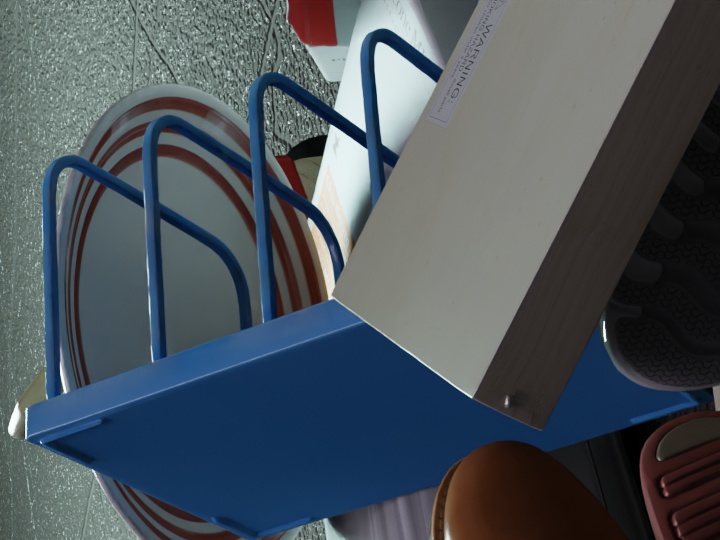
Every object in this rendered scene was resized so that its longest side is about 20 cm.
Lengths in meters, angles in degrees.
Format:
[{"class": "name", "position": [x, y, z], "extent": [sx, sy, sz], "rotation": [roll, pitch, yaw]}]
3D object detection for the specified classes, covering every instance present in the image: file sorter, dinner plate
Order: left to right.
[{"class": "dinner plate", "position": [-0.070, 0.025, 1.030], "extent": [0.024, 0.200, 0.200], "rotation": [-8, 88, 29]}, {"class": "file sorter", "position": [0.000, 0.000, 0.910], "extent": [0.200, 0.139, 0.123], "rotation": [-20, 60, 27]}]

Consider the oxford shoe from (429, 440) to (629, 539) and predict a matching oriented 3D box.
[{"class": "oxford shoe", "position": [0.074, 0.113, 0.752], "extent": [0.200, 0.071, 0.071], "rotation": [-116, 21, -45]}]

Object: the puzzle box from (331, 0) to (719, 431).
[{"class": "puzzle box", "position": [0.065, -0.062, 0.735], "extent": [0.200, 0.025, 0.133], "rotation": [-63, 20, 3]}]

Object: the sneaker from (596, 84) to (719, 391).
[{"class": "sneaker", "position": [0.118, -0.058, 0.754], "extent": [0.200, 0.075, 0.082], "rotation": [-68, 17, -8]}]

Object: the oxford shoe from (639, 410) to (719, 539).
[{"class": "oxford shoe", "position": [0.141, 0.133, 0.777], "extent": [0.074, 0.071, 0.200], "rotation": [95, 152, -53]}]

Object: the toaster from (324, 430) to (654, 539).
[{"class": "toaster", "position": [0.047, 0.116, 1.028], "extent": [0.200, 0.114, 0.129], "rotation": [110, 153, -61]}]

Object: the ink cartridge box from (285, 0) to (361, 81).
[{"class": "ink cartridge box", "position": [-0.011, -0.173, 1.111], "extent": [0.200, 0.050, 0.161], "rotation": [62, -158, -87]}]

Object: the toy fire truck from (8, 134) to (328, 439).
[{"class": "toy fire truck", "position": [-0.086, 0.038, 1.262], "extent": [0.176, 0.200, 0.129], "rotation": [105, 153, -47]}]

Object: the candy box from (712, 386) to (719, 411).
[{"class": "candy box", "position": [0.157, 0.007, 0.786], "extent": [0.200, 0.026, 0.102], "rotation": [149, 113, -71]}]

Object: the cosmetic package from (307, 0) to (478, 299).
[{"class": "cosmetic package", "position": [0.035, -0.044, 1.073], "extent": [0.200, 0.071, 0.101], "rotation": [105, 153, -47]}]
